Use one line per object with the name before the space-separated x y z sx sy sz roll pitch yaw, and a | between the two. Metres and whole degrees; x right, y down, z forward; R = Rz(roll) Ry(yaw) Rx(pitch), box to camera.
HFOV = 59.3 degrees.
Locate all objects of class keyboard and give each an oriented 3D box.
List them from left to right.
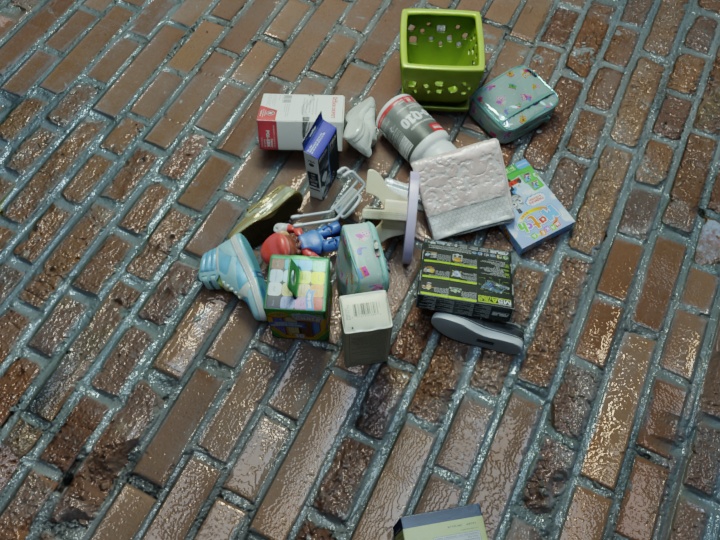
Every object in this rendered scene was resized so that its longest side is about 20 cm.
keyboard | 0.144 -0.167 1.497 0.200 0.011 0.056 20 70 9

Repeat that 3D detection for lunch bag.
lunch bag | 0.000 0.000 1.295 0.077 0.200 0.161 -5 61 -13
lunch bag | 0.390 -0.417 1.585 0.200 0.077 0.160 -33 69 -16

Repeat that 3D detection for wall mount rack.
wall mount rack | -0.069 -0.148 1.394 0.075 0.200 0.174 41 95 -15

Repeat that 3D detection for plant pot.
plant pot | 0.192 -0.509 1.570 0.199 0.182 0.200 2 64 1

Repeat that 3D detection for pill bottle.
pill bottle | 0.139 -0.316 1.510 0.114 0.114 0.200 -34 69 -16

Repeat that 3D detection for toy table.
toy table | 0.063 -0.120 1.386 0.117 0.184 0.200 6 87 2

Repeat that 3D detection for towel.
towel | 0.233 -0.179 1.422 0.200 0.032 0.191 -15 95 6

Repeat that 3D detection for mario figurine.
mario figurine | -0.126 -0.051 1.410 0.200 0.106 0.123 -13 28 -19

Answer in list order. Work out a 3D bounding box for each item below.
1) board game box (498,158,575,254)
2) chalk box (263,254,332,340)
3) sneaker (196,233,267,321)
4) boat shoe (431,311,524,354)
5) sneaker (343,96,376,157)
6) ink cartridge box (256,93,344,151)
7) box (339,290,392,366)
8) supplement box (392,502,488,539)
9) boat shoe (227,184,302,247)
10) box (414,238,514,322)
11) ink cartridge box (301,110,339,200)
board game box | 0.378 -0.152 1.477 0.151 0.037 0.200 -26 68 -13
chalk box | -0.122 0.047 1.277 0.124 0.200 0.125 4 64 1
sneaker | -0.275 0.034 1.358 0.130 0.080 0.200 -23 75 4
boat shoe | 0.248 0.113 1.325 0.199 0.074 0.068 15 58 4
sneaker | 0.011 -0.348 1.554 0.075 0.088 0.200 -24 33 31
ink cartridge box | -0.139 -0.356 1.516 0.200 0.083 0.147 1 40 -1
box | 0.009 0.119 1.245 0.095 0.200 0.078 -8 64 -6
supplement box | 0.142 0.513 1.053 0.134 0.200 0.200 -8 63 -5
boat shoe | -0.224 -0.121 1.437 0.200 0.074 0.066 -38 54 -16
box | 0.224 0.017 1.349 0.200 0.048 0.193 9 43 3
ink cartridge box | -0.087 -0.255 1.427 0.039 0.200 0.100 21 66 13
